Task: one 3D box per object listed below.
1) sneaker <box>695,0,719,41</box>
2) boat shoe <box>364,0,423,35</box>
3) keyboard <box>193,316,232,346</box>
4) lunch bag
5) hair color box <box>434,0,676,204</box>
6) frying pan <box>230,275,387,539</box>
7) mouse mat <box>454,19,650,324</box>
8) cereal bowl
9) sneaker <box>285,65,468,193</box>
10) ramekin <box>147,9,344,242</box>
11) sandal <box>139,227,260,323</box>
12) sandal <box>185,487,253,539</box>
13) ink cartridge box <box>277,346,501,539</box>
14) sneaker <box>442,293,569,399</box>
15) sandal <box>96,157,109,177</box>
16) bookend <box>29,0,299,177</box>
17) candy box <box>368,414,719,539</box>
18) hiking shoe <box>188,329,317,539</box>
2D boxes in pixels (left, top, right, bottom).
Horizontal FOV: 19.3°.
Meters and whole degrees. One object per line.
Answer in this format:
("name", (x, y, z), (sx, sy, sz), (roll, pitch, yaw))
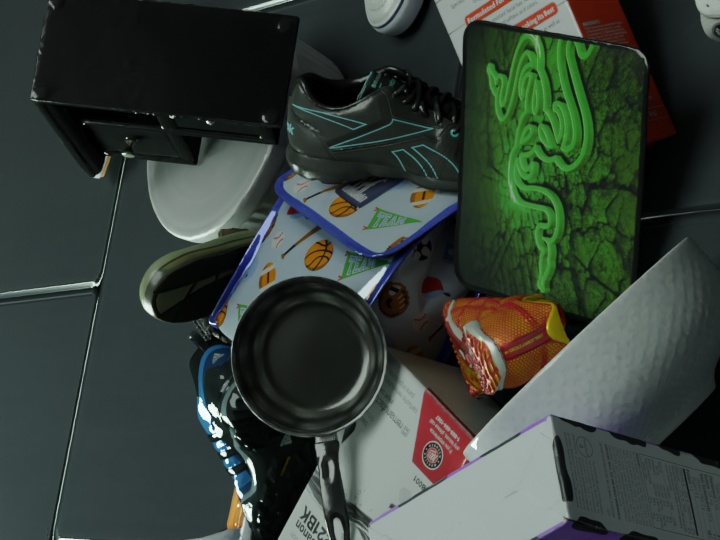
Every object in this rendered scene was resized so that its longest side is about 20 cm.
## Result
("sneaker", (0.269, -0.181, 1.390), (0.089, 0.074, 0.200), (-62, 27, 13))
("boat shoe", (0.011, -0.297, 1.763), (0.075, 0.086, 0.203), (-17, 62, 48))
("keyboard", (-0.110, 0.067, 1.738), (0.021, 0.127, 0.200), (-37, 40, -3))
("lunch bag", (0.000, 0.000, 1.620), (0.170, 0.124, 0.200), (35, 94, 48))
("hair color box", (0.130, -0.162, 1.501), (0.111, 0.064, 0.200), (-28, 82, 44))
("frying pan", (-0.016, 0.093, 1.515), (0.115, 0.031, 0.190), (-33, 84, 9))
("mouse mat", (0.130, -0.067, 1.478), (0.161, 0.008, 0.201), (15, 111, 39))
("cereal bowl", (0.163, 0.076, 1.346), (0.083, 0.200, 0.200), (47, 120, 6))
("sneaker", (0.039, -0.105, 1.568), (0.075, 0.199, 0.079), (-73, -19, -58))
("ramekin", (-0.089, -0.113, 1.808), (0.202, 0.094, 0.203), (-25, 57, 45))
("sandal", (-0.104, -0.007, 1.694), (0.057, 0.201, 0.080), (33, 114, 35))
("sandal", (-0.118, 0.216, 1.716), (0.079, 0.059, 0.207), (131, 151, -70))
("ink cartridge box", (0.032, 0.179, 1.530), (0.144, 0.084, 0.200), (44, 112, 51))
("sneaker", (0.104, 0.050, 1.482), (0.200, 0.077, 0.073), (-149, 38, -81))
("sandal", (-0.211, -0.170, 2.023), (0.079, 0.059, 0.207), (-91, 17, -45))
("bookend", (-0.142, -0.138, 1.709), (0.200, 0.198, 0.092), (71, -154, -75))
("candy box", (0.135, 0.171, 1.297), (0.168, 0.200, 0.072), (-36, 50, 39))
("hiking shoe", (-0.079, 0.130, 1.637), (0.087, 0.074, 0.200), (43, 153, 39))
